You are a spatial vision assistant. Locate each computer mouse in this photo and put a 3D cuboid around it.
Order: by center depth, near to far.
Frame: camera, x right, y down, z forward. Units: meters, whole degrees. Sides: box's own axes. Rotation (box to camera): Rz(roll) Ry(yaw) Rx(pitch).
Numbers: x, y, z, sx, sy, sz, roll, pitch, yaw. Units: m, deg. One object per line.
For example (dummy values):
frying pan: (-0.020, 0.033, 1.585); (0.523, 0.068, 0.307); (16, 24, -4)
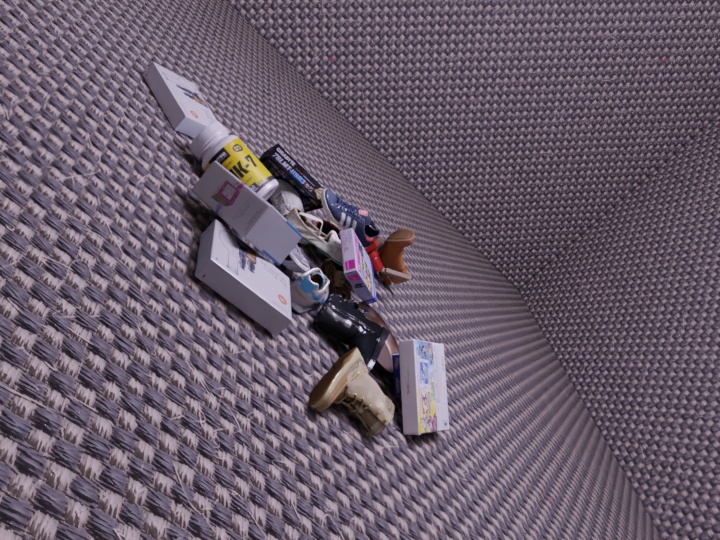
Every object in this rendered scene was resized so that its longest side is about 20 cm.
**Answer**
computer mouse: (-0.179, -0.054, 1.600); (0.109, 0.044, 0.201); (40, 13, -43)

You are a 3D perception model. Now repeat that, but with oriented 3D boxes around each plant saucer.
plant saucer: (0.036, 0.168, 1.638); (0.201, 0.032, 0.202); (48, 21, -25)

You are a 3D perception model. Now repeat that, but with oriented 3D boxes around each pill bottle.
pill bottle: (-0.293, -0.235, 1.576); (0.200, 0.114, 0.114); (47, 16, -3)

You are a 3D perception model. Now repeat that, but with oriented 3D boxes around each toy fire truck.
toy fire truck: (0.041, -0.039, 1.954); (0.203, 0.127, 0.176); (63, -7, -7)

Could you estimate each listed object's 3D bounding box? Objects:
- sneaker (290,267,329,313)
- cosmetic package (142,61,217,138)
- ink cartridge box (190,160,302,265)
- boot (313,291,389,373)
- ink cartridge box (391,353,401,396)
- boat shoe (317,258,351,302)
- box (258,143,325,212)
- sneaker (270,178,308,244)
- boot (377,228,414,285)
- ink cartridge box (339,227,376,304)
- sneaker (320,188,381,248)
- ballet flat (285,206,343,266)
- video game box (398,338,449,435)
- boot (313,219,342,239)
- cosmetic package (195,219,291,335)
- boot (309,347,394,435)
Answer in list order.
sneaker: (-0.101, 0.037, 1.524); (0.077, 0.081, 0.200); (46, 15, 1)
cosmetic package: (-0.440, -0.413, 1.708); (0.202, 0.052, 0.150); (56, 21, 23)
ink cartridge box: (-0.232, -0.118, 1.396); (0.199, 0.085, 0.145); (40, -3, 32)
boot: (-0.031, 0.144, 1.476); (0.161, 0.074, 0.199); (34, 38, -2)
ink cartridge box: (0.131, 0.244, 1.643); (0.199, 0.043, 0.097); (12, 71, -67)
boat shoe: (-0.056, 0.032, 1.662); (0.075, 0.074, 0.202); (35, 21, -37)
box: (-0.184, -0.244, 1.840); (0.198, 0.050, 0.199); (42, -12, -15)
sneaker: (-0.188, -0.161, 1.751); (0.202, 0.072, 0.084); (57, 16, 21)
boot: (0.112, -0.036, 2.037); (0.073, 0.198, 0.157); (-37, 108, -36)
ink cartridge box: (0.000, 0.000, 1.670); (0.201, 0.041, 0.122); (61, 19, -57)
sneaker: (-0.020, -0.144, 1.760); (0.200, 0.083, 0.076); (46, 35, -31)
ballet flat: (-0.094, -0.082, 1.653); (0.198, 0.063, 0.068); (33, 16, -11)
video game box: (0.145, 0.264, 1.550); (0.181, 0.046, 0.205); (20, 65, -62)
boot: (-0.048, -0.048, 1.786); (0.201, 0.073, 0.151); (48, -5, 11)
cosmetic package: (-0.219, 0.013, 1.303); (0.199, 0.051, 0.152); (40, 21, -27)
boot: (-0.010, 0.252, 1.300); (0.157, 0.072, 0.200); (55, 24, -4)
